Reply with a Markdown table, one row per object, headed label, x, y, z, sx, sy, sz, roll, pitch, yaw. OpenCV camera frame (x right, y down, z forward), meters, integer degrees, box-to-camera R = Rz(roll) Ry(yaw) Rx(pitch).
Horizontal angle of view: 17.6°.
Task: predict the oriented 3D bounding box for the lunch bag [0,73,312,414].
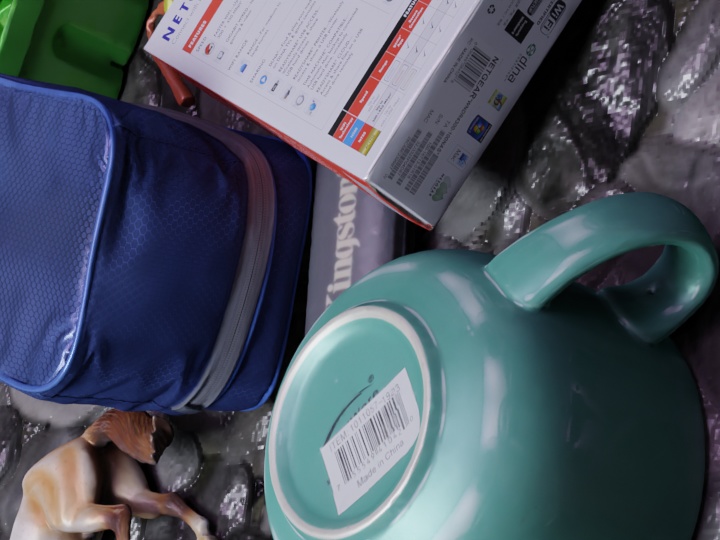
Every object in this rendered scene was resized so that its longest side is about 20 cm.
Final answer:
| label | x | y | z | sx | sy | sz | roll | pitch | yaw |
| --- | --- | --- | --- | --- | --- | --- | --- | --- | --- |
| lunch bag | -0.118 | -0.012 | 1.070 | 0.200 | 0.132 | 0.137 | 18 | 95 | 51 |

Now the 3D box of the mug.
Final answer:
| label | x | y | z | sx | sy | sz | roll | pitch | yaw |
| --- | --- | --- | --- | --- | --- | --- | --- | --- | --- |
| mug | 0.040 | 0.054 | 0.870 | 0.152 | 0.114 | 0.186 | 4 | 78 | 50 |

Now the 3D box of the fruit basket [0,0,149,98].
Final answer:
| label | x | y | z | sx | sy | sz | roll | pitch | yaw |
| --- | --- | --- | --- | --- | --- | --- | --- | --- | --- |
| fruit basket | -0.199 | -0.179 | 1.184 | 0.155 | 0.215 | 0.217 | 17 | 88 | 51 |

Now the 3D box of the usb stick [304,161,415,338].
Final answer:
| label | x | y | z | sx | sy | sz | roll | pitch | yaw |
| --- | --- | --- | --- | --- | --- | --- | --- | --- | --- |
| usb stick | 0.000 | 0.000 | 1.005 | 0.055 | 0.033 | 0.201 | -17 | 61 | 46 |

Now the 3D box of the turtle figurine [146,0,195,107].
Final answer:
| label | x | y | z | sx | sy | sz | roll | pitch | yaw |
| --- | --- | --- | --- | --- | --- | --- | --- | --- | --- |
| turtle figurine | -0.059 | -0.187 | 1.111 | 0.162 | 0.064 | 0.201 | 106 | 171 | -48 |

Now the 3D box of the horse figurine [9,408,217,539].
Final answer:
| label | x | y | z | sx | sy | sz | roll | pitch | yaw |
| --- | --- | --- | --- | --- | --- | --- | --- | --- | --- |
| horse figurine | -0.139 | 0.139 | 1.097 | 0.133 | 0.050 | 0.201 | 44 | 109 | 44 |

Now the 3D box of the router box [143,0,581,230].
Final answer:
| label | x | y | z | sx | sy | sz | roll | pitch | yaw |
| --- | --- | --- | --- | --- | --- | --- | --- | --- | --- |
| router box | 0.019 | -0.141 | 0.996 | 0.179 | 0.049 | 0.200 | 34 | 91 | 47 |
